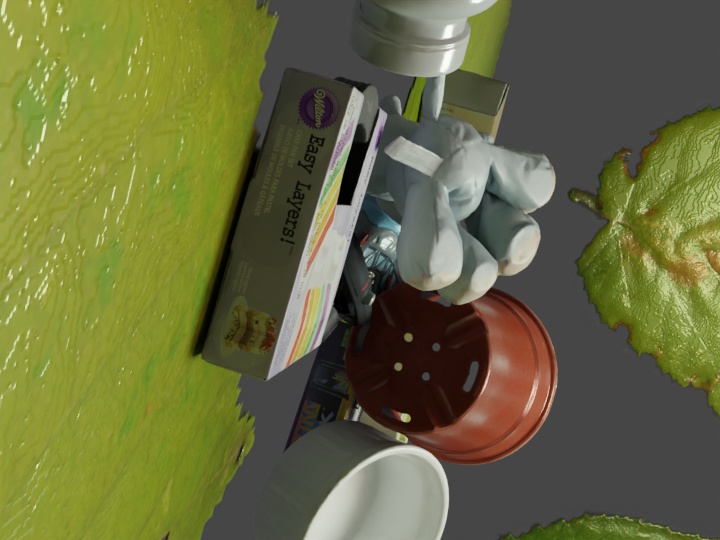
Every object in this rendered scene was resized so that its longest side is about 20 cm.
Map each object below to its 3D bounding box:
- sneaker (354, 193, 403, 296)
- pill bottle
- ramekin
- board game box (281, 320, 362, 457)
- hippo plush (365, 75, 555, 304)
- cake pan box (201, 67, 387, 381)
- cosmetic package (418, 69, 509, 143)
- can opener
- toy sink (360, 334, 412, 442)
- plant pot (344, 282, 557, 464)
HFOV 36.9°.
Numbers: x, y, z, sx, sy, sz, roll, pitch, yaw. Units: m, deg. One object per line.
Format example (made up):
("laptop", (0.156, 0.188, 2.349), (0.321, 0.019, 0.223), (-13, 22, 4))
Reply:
("sneaker", (0.000, 0.000, 1.108), (0.096, 0.079, 0.200), (-51, 161, -20))
("pill bottle", (0.047, -0.229, 0.674), (0.112, 0.112, 0.200), (-63, 169, -52))
("ramekin", (-0.014, 0.251, 1.101), (0.200, 0.098, 0.201), (-18, 119, -36))
("board game box", (-0.034, 0.162, 1.231), (0.165, 0.057, 0.200), (54, 54, -79))
("hippo plush", (0.044, -0.066, 0.919), (0.200, 0.161, 0.160), (33, 80, -38))
("cake pan box", (-0.038, -0.036, 0.743), (0.184, 0.052, 0.200), (-20, 127, -84))
("cosmetic package", (0.128, -0.174, 1.467), (0.200, 0.105, 0.071), (96, 14, -52))
("can opener", (-0.017, 0.007, 0.944), (0.200, 0.063, 0.079), (93, 17, -65))
("toy sink", (0.018, 0.180, 1.432), (0.200, 0.112, 0.131), (97, 13, -55))
("plant pot", (0.085, 0.097, 1.110), (0.195, 0.200, 0.201), (27, 80, -67))
